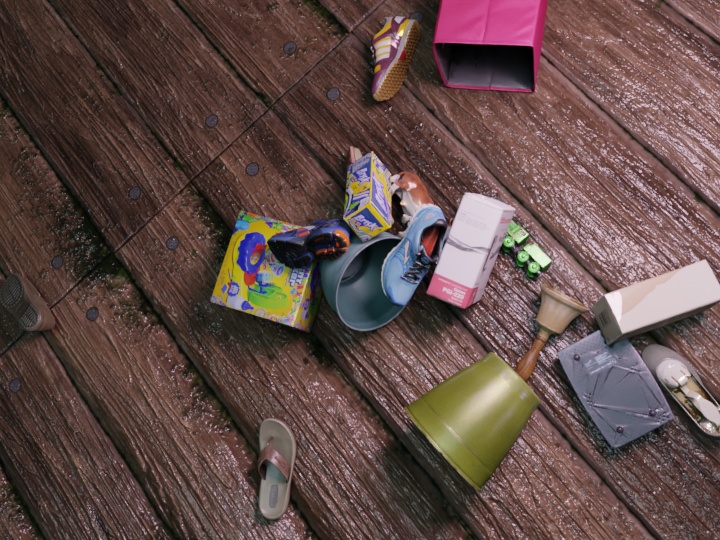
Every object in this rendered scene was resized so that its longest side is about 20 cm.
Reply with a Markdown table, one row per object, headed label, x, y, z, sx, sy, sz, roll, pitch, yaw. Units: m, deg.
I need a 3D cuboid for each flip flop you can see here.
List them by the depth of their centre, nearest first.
| label | x | y | z | sx | sy | sz | roll | pitch | yaw |
| --- | --- | --- | --- | --- | --- | --- | --- | --- | --- |
| flip flop | -0.177 | 0.399 | 1.429 | 0.081 | 0.058 | 0.201 | 1 | 79 | 15 |

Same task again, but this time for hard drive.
| label | x | y | z | sx | sy | sz | roll | pitch | yaw |
| --- | --- | --- | --- | --- | --- | --- | --- | --- | --- |
| hard drive | 0.467 | 0.212 | 1.310 | 0.135 | 0.042 | 0.201 | -30 | 72 | 7 |

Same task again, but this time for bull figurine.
| label | x | y | z | sx | sy | sz | roll | pitch | yaw |
| --- | --- | --- | --- | --- | --- | --- | --- | --- | --- |
| bull figurine | 0.116 | -0.119 | 1.445 | 0.200 | 0.121 | 0.065 | 60 | 140 | 25 |

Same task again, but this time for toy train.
| label | x | y | z | sx | sy | sz | roll | pitch | yaw |
| --- | --- | --- | --- | --- | --- | --- | --- | --- | --- |
| toy train | 0.301 | -0.069 | 1.415 | 0.056 | 0.042 | 0.200 | -39 | 72 | -6 |

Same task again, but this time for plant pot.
| label | x | y | z | sx | sy | sz | roll | pitch | yaw |
| --- | --- | --- | --- | --- | --- | --- | --- | --- | --- |
| plant pot | 0.216 | 0.259 | 1.290 | 0.193 | 0.200 | 0.200 | -43 | 72 | -2 |
| plant pot | 0.000 | 0.000 | 1.412 | 0.201 | 0.200 | 0.134 | -52 | 45 | 0 |

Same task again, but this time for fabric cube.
| label | x | y | z | sx | sy | sz | roll | pitch | yaw |
| --- | --- | --- | --- | --- | --- | --- | --- | --- | --- |
| fabric cube | 0.267 | -0.498 | 1.430 | 0.199 | 0.196 | 0.200 | 8 | 81 | 16 |

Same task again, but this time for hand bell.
| label | x | y | z | sx | sy | sz | roll | pitch | yaw |
| --- | --- | --- | --- | --- | --- | --- | --- | --- | --- |
| hand bell | 0.343 | 0.137 | 1.350 | 0.104 | 0.104 | 0.201 | 29 | 100 | 18 |

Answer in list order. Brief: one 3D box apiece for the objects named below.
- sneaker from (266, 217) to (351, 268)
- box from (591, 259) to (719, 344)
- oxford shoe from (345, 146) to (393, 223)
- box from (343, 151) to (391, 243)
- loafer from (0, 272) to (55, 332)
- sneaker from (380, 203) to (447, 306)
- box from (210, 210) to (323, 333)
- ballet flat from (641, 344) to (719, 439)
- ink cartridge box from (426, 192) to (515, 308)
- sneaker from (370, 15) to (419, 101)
| label | x | y | z | sx | sy | sz | roll | pitch | yaw |
| --- | --- | --- | --- | --- | --- | --- | --- | --- | --- |
| sneaker | -0.095 | -0.057 | 1.364 | 0.199 | 0.076 | 0.079 | -5 | 36 | 33 |
| box | 0.534 | 0.059 | 1.278 | 0.199 | 0.095 | 0.078 | -18 | 71 | -5 |
| oxford shoe | 0.016 | -0.174 | 1.506 | 0.074 | 0.071 | 0.201 | -10 | 74 | -14 |
| box | 0.016 | -0.144 | 1.360 | 0.064 | 0.070 | 0.200 | -30 | 30 | 23 |
| loafer | -0.775 | 0.082 | 1.648 | 0.076 | 0.067 | 0.200 | -44 | 56 | -1 |
| sneaker | 0.101 | -0.023 | 1.310 | 0.078 | 0.090 | 0.201 | 16 | 105 | -22 |
| box | -0.176 | 0.004 | 1.479 | 0.192 | 0.122 | 0.201 | 14 | 83 | 16 |
| ballet flat | 0.587 | 0.212 | 1.269 | 0.067 | 0.064 | 0.200 | -37 | 72 | 4 |
| ink cartridge box | 0.213 | -0.040 | 1.348 | 0.085 | 0.146 | 0.201 | 22 | 102 | 18 |
| sneaker | 0.055 | -0.462 | 1.548 | 0.090 | 0.075 | 0.201 | 20 | 78 | 25 |
